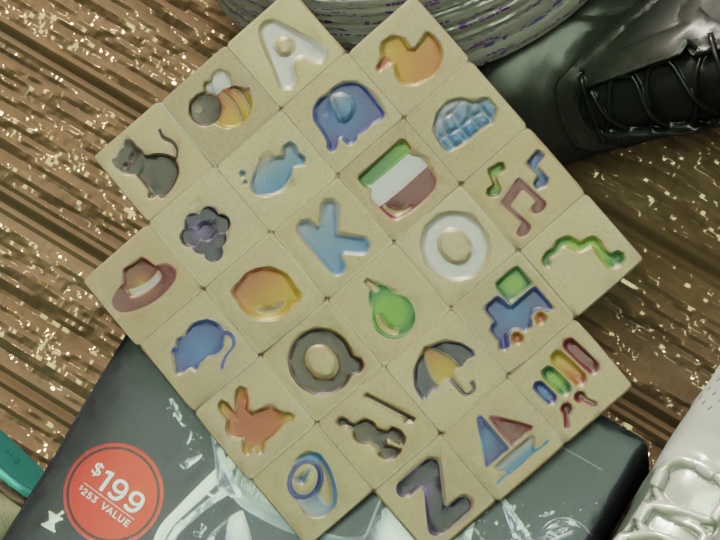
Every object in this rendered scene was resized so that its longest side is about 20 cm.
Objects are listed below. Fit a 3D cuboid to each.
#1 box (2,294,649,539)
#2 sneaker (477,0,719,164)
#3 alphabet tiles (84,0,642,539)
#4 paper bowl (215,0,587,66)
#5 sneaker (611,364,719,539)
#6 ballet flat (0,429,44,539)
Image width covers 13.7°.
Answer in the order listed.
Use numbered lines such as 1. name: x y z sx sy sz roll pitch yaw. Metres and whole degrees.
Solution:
1. box: -0.016 0.102 1.177 0.200 0.104 0.182 29 83 10
2. sneaker: 0.127 -0.087 1.194 0.200 0.076 0.091 -27 36 3
3. alphabet tiles: 0.000 0.000 1.128 0.166 0.006 0.200 -41 82 3
4. paper bowl: 0.014 -0.184 1.196 0.200 0.104 0.201 -8 57 13
5. sneaker: 0.123 0.117 1.133 0.074 0.087 0.200 29 104 35
6. ballet flat: -0.208 0.049 1.232 0.069 0.069 0.200 -42 78 -2
